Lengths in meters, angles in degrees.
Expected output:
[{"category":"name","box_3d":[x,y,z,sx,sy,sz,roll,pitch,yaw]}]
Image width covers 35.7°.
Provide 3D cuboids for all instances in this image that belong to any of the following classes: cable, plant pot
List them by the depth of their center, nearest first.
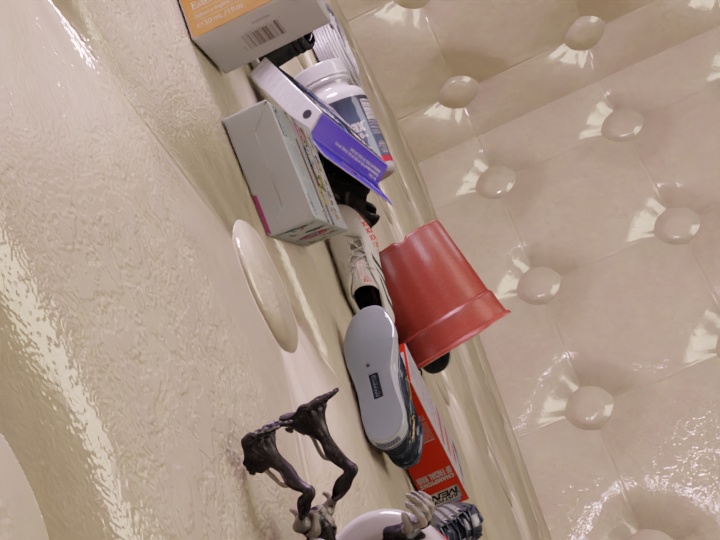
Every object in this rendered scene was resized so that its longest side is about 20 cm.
[{"category":"plant pot","box_3d":[0.115,0.038,1.852,0.197,0.199,0.201,59,8,5]},{"category":"cable","box_3d":[-0.059,-0.484,2.488,0.200,0.068,0.202,-20,88,-82]}]

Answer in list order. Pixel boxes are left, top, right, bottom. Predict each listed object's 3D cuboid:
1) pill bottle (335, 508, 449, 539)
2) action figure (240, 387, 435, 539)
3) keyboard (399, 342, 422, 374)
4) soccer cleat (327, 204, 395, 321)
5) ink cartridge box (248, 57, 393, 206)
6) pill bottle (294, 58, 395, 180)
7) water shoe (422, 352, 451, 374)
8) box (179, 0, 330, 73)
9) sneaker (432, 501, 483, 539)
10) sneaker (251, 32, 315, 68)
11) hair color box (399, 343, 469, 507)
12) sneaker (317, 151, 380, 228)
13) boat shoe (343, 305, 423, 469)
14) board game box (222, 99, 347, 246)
[{"category":"pill bottle","box_3d":[0.047,0.282,0.977,0.200,0.111,0.113,51,17,-61]},{"category":"action figure","box_3d":[-0.012,0.197,0.830,0.118,0.102,0.202,-23,85,-37]},{"category":"keyboard","box_3d":[0.066,0.146,1.710,0.200,0.039,0.105,-80,145,-73]},{"category":"soccer cleat","box_3d":[0.000,0.000,1.590,0.085,0.068,0.203,18,54,-84]},{"category":"ink cartridge box","box_3d":[-0.042,-0.194,1.568,0.200,0.043,0.198,49,11,32]},{"category":"pill bottle","box_3d":[-0.033,-0.230,1.806,0.120,0.118,0.202,6,61,-80]},{"category":"water shoe","box_3d":[0.107,0.090,2.006,0.079,0.071,0.202,-99,164,-66]},{"category":"box","box_3d":[-0.146,-0.371,1.345,0.106,0.151,0.202,38,29,-71]},{"category":"sneaker","box_3d":[0.105,0.314,1.360,0.200,0.080,0.075,1,66,-81]},{"category":"sneaker","box_3d":[-0.113,-0.345,1.670,0.071,0.098,0.200,62,8,-17]},{"category":"hair color box","box_3d":[0.077,0.215,1.518,0.111,0.063,0.202,-96,160,-67]},{"category":"sneaker","box_3d":[-0.035,-0.131,1.632,0.076,0.087,0.201,-105,168,-45]},{"category":"boat shoe","box_3d":[0.030,0.147,1.398,0.091,0.070,0.202,58,19,-50]},{"category":"board game box","box_3d":[-0.086,-0.111,1.351,0.200,0.064,0.149,10,58,-78]}]
